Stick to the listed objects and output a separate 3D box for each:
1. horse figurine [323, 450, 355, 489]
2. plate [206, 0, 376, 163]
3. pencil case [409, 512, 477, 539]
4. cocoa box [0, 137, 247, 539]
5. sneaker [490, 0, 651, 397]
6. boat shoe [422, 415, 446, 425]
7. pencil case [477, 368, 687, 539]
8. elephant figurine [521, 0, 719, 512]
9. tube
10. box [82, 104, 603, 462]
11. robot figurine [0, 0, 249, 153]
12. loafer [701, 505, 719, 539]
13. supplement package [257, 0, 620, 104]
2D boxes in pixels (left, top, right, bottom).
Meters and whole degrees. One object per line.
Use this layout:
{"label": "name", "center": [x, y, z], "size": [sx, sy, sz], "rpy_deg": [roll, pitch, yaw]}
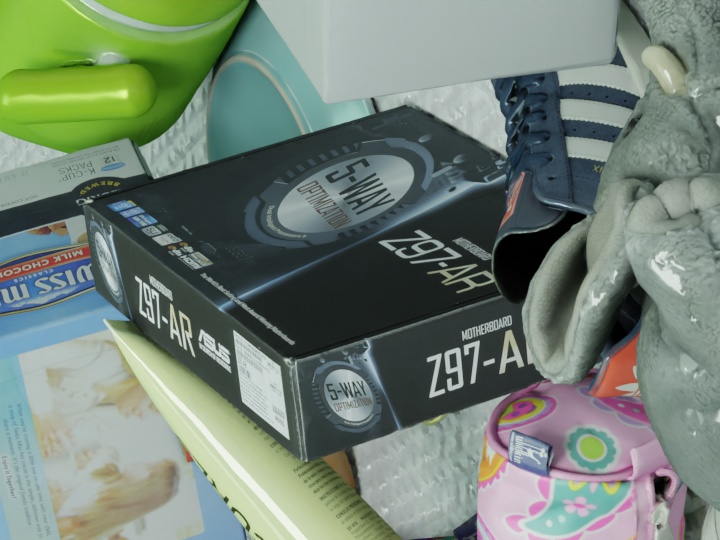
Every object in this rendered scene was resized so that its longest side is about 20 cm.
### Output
{"label": "horse figurine", "center": [-0.049, 0.080, 1.459], "size": [0.132, 0.050, 0.201], "rpy_deg": [-11, 102, 66]}
{"label": "plate", "center": [-0.035, -0.038, 1.405], "size": [0.200, 0.025, 0.201], "rpy_deg": [42, 140, 50]}
{"label": "pencil case", "center": [0.018, 0.159, 1.337], "size": [0.200, 0.088, 0.089], "rpy_deg": [-19, 87, 67]}
{"label": "cocoa box", "center": [-0.135, 0.067, 1.377], "size": [0.131, 0.133, 0.201], "rpy_deg": [-119, 17, -53]}
{"label": "sneaker", "center": [0.075, -0.037, 1.093], "size": [0.201, 0.084, 0.075], "rpy_deg": [59, 152, 31]}
{"label": "boat shoe", "center": [0.012, 0.038, 1.303], "size": [0.059, 0.072, 0.200], "rpy_deg": [41, 151, -24]}
{"label": "pencil case", "center": [0.090, 0.139, 1.166], "size": [0.087, 0.087, 0.201], "rpy_deg": [40, 137, 52]}
{"label": "elephant figurine", "center": [0.123, -0.007, 0.983], "size": [0.142, 0.155, 0.200], "rpy_deg": [50, 177, -25]}
{"label": "tube", "center": [-0.030, 0.094, 1.216], "size": [0.200, 0.052, 0.058], "rpy_deg": [48, 147, 9]}
{"label": "box", "center": [0.000, 0.000, 1.186], "size": [0.200, 0.159, 0.044], "rpy_deg": [35, 137, 56]}
{"label": "robot figurine", "center": [-0.114, -0.135, 1.397], "size": [0.200, 0.115, 0.176], "rpy_deg": [127, 158, -51]}
{"label": "loafer", "center": [0.175, 0.142, 0.999], "size": [0.200, 0.070, 0.070], "rpy_deg": [58, 159, 35]}
{"label": "supplement package", "center": [0.009, -0.165, 1.088], "size": [0.200, 0.117, 0.118], "rpy_deg": [-123, 29, -52]}
